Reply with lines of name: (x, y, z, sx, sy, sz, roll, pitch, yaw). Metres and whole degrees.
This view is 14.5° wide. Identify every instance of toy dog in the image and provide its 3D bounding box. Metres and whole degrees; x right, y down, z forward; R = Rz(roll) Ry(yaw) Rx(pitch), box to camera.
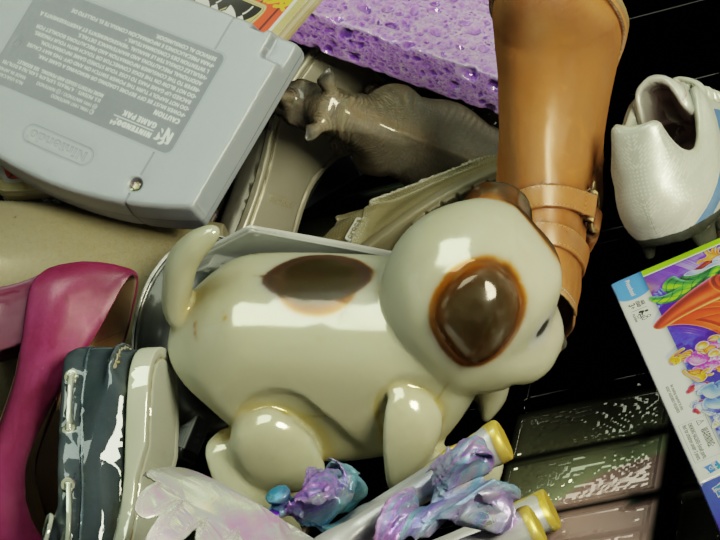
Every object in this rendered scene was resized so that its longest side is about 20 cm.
toy dog: (0.014, 0.029, 1.469, 0.200, 0.194, 0.140, -22, 19, 25)

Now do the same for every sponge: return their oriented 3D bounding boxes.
sponge: (0.053, -0.148, 1.710, 0.200, 0.030, 0.112, 20, 39, -2)

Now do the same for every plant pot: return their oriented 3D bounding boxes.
plant pot: (-0.167, 0.036, 1.630, 0.200, 0.188, 0.187, -11, 30, 1)

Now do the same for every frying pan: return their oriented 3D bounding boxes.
frying pan: (-0.098, 0.066, 1.534, 0.031, 0.115, 0.190, 5, 52, 39)

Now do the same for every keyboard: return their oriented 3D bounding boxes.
keyboard: (0.000, 0.000, 1.550, 0.056, 0.200, 0.011, -32, 59, 41)

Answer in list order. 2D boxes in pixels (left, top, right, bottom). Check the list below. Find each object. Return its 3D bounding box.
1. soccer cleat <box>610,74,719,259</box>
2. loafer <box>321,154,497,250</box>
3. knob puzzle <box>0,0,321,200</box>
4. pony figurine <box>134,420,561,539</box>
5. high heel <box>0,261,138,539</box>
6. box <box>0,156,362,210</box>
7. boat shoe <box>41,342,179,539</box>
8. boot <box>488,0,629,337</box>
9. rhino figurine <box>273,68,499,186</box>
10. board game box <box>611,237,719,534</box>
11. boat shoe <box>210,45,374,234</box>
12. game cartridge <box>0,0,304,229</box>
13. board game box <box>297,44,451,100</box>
soccer cleat: (0.188, -0.078, 1.573, 0.070, 0.086, 0.200, -12, 16, 25)
loafer: (0.020, -0.012, 1.641, 0.200, 0.076, 0.067, -29, 35, -6)
knob puzzle: (-0.148, -0.122, 1.662, 0.219, 0.030, 0.220, -14, 48, 16)
pony figurine: (-0.010, 0.146, 1.360, 0.200, 0.167, 0.193, -26, -3, 7)
high heel: (-0.153, 0.097, 1.505, 0.096, 0.200, 0.067, -10, -2, 20)
box: (-0.128, -0.079, 1.775, 0.200, 0.149, 0.107, -31, 18, -10)
boat shoe: (-0.136, 0.134, 1.447, 0.062, 0.075, 0.200, 0, 78, 17)
boot: (0.101, -0.058, 1.515, 0.074, 0.200, 0.155, 3, 61, 12)
rhino figurine: (0.020, -0.081, 1.673, 0.087, 0.200, 0.060, 28, 99, 62)
board game box: (0.215, 0.045, 1.426, 0.134, 0.045, 0.200, -23, 29, 4)
boat shoe: (-0.055, -0.061, 1.718, 0.057, 0.067, 0.200, 14, 79, 49)
game cartridge: (-0.144, -0.101, 1.610, 0.200, 0.040, 0.133, 24, 73, 28)
board game box: (0.008, -0.182, 1.798, 0.135, 0.200, 0.028, -18, 39, 13)
